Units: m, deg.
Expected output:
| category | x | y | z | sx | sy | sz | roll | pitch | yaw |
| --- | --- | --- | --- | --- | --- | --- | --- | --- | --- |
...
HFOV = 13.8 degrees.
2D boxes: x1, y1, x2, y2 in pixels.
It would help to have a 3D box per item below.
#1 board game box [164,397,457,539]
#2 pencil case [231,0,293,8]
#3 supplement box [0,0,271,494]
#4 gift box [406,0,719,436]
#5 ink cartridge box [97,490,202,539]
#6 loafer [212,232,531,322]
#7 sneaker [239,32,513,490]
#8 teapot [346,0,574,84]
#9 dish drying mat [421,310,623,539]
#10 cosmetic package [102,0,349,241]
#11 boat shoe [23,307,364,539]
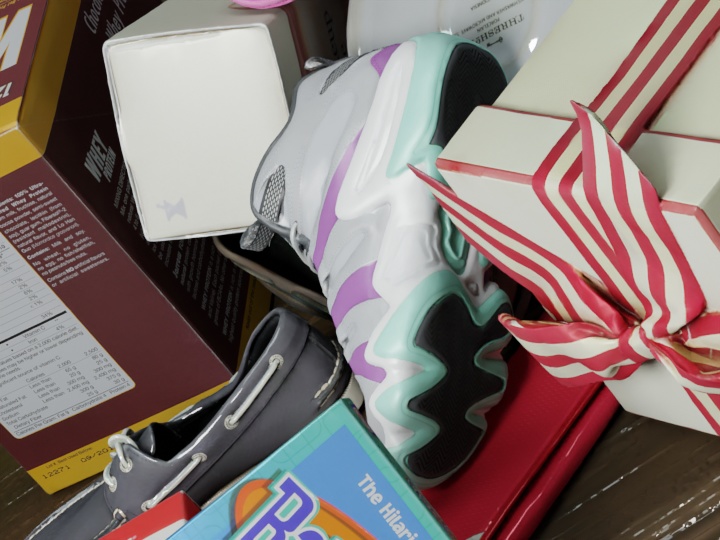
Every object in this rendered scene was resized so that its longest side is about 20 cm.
| category | x | y | z | sx | sy | sz | roll | pitch | yaw |
| --- | --- | --- | --- | --- | --- | --- | --- | --- | --- |
| board game box | -0.037 | 0.170 | 1.167 | 0.200 | 0.152 | 0.045 | -39 | -5 | 1 |
| pencil case | -0.019 | -0.192 | 1.444 | 0.090 | 0.094 | 0.200 | -16 | 11 | 24 |
| supplement box | -0.152 | -0.039 | 1.503 | 0.132 | 0.200 | 0.198 | -24 | 34 | 23 |
| gift box | 0.146 | -0.040 | 1.198 | 0.187 | 0.200 | 0.184 | -53 | 28 | -18 |
| ink cartridge box | -0.104 | 0.179 | 1.303 | 0.116 | 0.067 | 0.200 | -31 | 32 | 14 |
| loafer | 0.000 | 0.000 | 1.410 | 0.200 | 0.063 | 0.072 | 9 | 83 | 55 |
| sneaker | -0.003 | -0.002 | 1.330 | 0.139 | 0.078 | 0.201 | -2 | 78 | 41 |
| teapot | 0.098 | -0.108 | 1.389 | 0.200 | 0.146 | 0.198 | 26 | 102 | 37 |
| dish drying mat | 0.064 | 0.081 | 1.297 | 0.077 | 0.018 | 0.200 | 8 | 55 | 52 |
| cosmetic package | -0.046 | -0.093 | 1.471 | 0.087 | 0.104 | 0.200 | -6 | 17 | 18 |
| boat shoe | -0.094 | 0.087 | 1.413 | 0.200 | 0.063 | 0.073 | -34 | 30 | 9 |
